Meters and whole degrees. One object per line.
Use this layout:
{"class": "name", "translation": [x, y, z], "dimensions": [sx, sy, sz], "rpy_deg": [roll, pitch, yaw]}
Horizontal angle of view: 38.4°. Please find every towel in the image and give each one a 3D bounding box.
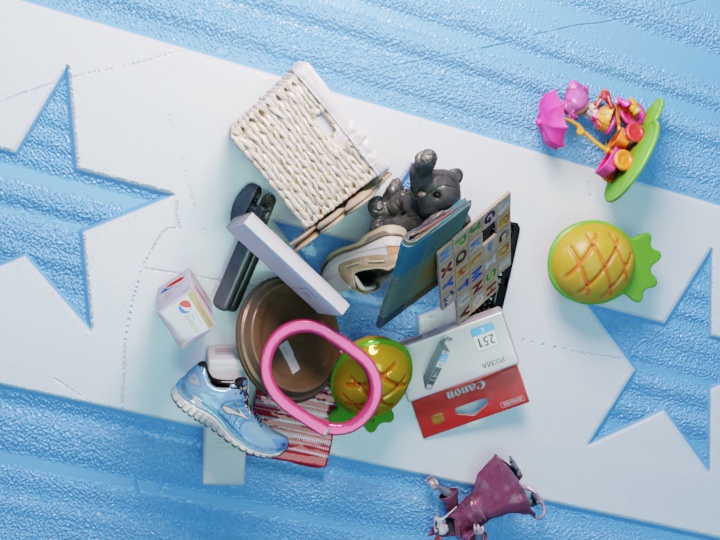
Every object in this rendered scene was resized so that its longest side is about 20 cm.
{"class": "towel", "translation": [0.090, -0.010, 1.551], "dimensions": [0.022, 0.202, 0.146], "rpy_deg": [42, 53, 20]}
{"class": "towel", "translation": [-0.105, 0.221, 1.706], "dimensions": [0.142, 0.022, 0.204], "rpy_deg": [12, 95, -10]}

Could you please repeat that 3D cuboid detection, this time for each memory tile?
{"class": "memory tile", "translation": [-0.028, -0.094, 1.567], "dimensions": [0.152, 0.200, 0.017], "rpy_deg": [-34, 98, 19]}

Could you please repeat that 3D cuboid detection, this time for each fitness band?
{"class": "fitness band", "translation": [-0.060, 0.163, 1.568], "dimensions": [0.199, 0.037, 0.145], "rpy_deg": [35, 87, -7]}

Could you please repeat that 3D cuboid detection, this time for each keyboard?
{"class": "keyboard", "translation": [0.204, 0.013, 1.722], "dimensions": [0.102, 0.040, 0.204], "rpy_deg": [10, 96, -13]}

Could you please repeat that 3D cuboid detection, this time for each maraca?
{"class": "maraca", "translation": [0.014, 0.188, 1.667], "dimensions": [0.134, 0.108, 0.203], "rpy_deg": [3, 126, -13]}
{"class": "maraca", "translation": [0.404, -0.011, 1.712], "dimensions": [0.196, 0.107, 0.140], "rpy_deg": [5, 101, -12]}

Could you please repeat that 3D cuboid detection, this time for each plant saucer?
{"class": "plant saucer", "translation": [-0.106, 0.107, 1.631], "dimensions": [0.197, 0.029, 0.204], "rpy_deg": [9, 75, -37]}

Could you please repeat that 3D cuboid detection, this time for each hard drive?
{"class": "hard drive", "translation": [-0.111, -0.008, 1.558], "dimensions": [0.200, 0.132, 0.026], "rpy_deg": [44, 77, -14]}

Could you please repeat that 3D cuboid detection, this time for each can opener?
{"class": "can opener", "translation": [-0.192, -0.037, 1.643], "dimensions": [0.066, 0.053, 0.203], "rpy_deg": [26, 95, 19]}

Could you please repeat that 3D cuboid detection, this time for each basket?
{"class": "basket", "translation": [-0.083, -0.189, 1.555], "dimensions": [0.160, 0.200, 0.199], "rpy_deg": [-40, 103, 0]}

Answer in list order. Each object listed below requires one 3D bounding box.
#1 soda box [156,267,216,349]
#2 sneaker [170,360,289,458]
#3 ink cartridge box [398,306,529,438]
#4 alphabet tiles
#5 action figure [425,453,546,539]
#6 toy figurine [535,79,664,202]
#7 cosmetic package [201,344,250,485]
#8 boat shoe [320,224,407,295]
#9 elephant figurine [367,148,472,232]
{"class": "soda box", "translation": [-0.263, 0.054, 1.557], "dimensions": [0.063, 0.200, 0.069], "rpy_deg": [-33, 103, -4]}
{"class": "sneaker", "translation": [-0.185, 0.210, 1.560], "dimensions": [0.199, 0.078, 0.091], "rpy_deg": [35, 88, -13]}
{"class": "ink cartridge box", "translation": [0.169, 0.177, 1.721], "dimensions": [0.197, 0.045, 0.179], "rpy_deg": [-20, 101, 4]}
{"class": "alphabet tiles", "translation": [0.182, -0.007, 1.635], "dimensions": [0.167, 0.008, 0.202], "rpy_deg": [-39, 144, -24]}
{"class": "action figure", "translation": [0.199, 0.403, 1.770], "dimensions": [0.199, 0.135, 0.149], "rpy_deg": [-36, 146, 9]}
{"class": "toy figurine", "translation": [0.378, -0.243, 1.681], "dimensions": [0.182, 0.150, 0.202], "rpy_deg": [30, 71, -4]}
{"class": "cosmetic package", "translation": [-0.214, 0.228, 1.646], "dimensions": [0.072, 0.102, 0.204], "rpy_deg": [1, 100, -9]}
{"class": "boat shoe", "translation": [0.000, 0.000, 1.606], "dimensions": [0.074, 0.199, 0.070], "rpy_deg": [13, 60, -31]}
{"class": "elephant figurine", "translation": [0.113, -0.105, 1.599], "dimensions": [0.155, 0.199, 0.143], "rpy_deg": [-34, 90, -46]}
